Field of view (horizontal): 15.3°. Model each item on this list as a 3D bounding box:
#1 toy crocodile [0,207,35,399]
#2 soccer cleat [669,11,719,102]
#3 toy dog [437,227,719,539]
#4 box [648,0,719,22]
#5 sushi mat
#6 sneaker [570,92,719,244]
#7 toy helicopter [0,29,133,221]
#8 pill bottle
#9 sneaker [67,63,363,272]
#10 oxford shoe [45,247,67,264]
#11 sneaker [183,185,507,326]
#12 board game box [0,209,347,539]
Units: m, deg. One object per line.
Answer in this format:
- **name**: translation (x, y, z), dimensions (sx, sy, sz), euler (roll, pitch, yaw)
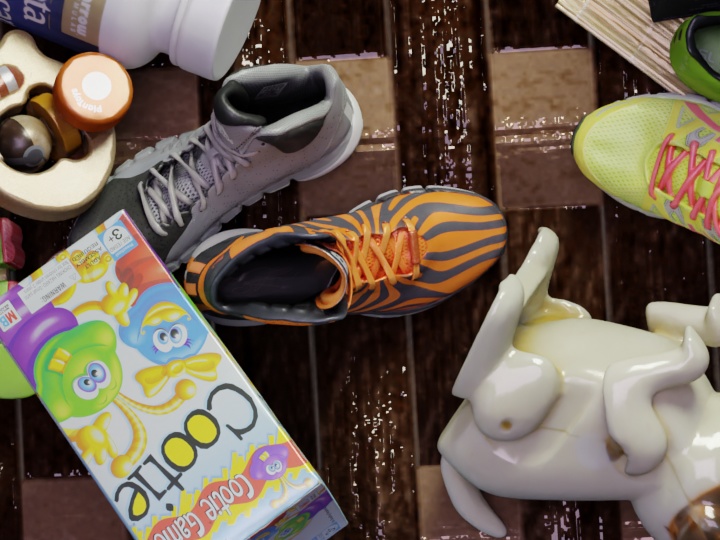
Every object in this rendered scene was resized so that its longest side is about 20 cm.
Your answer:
- **toy crocodile**: translation (-0.232, -0.019, 1.636), dimensions (0.062, 0.068, 0.201), euler (-10, 87, 4)
- **soccer cleat**: translation (0.277, -0.110, 1.553), dimensions (0.199, 0.081, 0.068), euler (12, 88, 7)
- **toy dog**: translation (0.153, 0.097, 1.547), dimensions (0.199, 0.140, 0.194), euler (25, 104, 8)
- **box**: translation (0.212, -0.230, 1.511), dimensions (0.106, 0.200, 0.123), euler (-9, 80, -1)
- **sushi mat**: translation (0.221, -0.140, 1.609), dimensions (0.200, 0.012, 0.096), euler (38, 92, 7)
- **sneaker**: translation (0.216, -0.050, 1.559), dimensions (0.199, 0.090, 0.078), euler (19, 104, 13)
- **toy helicopter**: translation (-0.241, -0.094, 1.584), dimensions (0.200, 0.079, 0.133), euler (30, 67, -6)
- **pill bottle**: translation (-0.163, -0.188, 1.612), dimensions (0.199, 0.111, 0.111), euler (22, 90, 8)
- **sneaker**: translation (-0.094, -0.069, 1.581), dimensions (0.200, 0.116, 0.075), euler (-32, 74, -5)
- **oxford shoe**: translation (-0.122, 0.060, 1.613), dimensions (0.200, 0.074, 0.071), euler (44, 96, 8)
- **sneaker**: translation (0.000, 0.000, 1.564), dimensions (0.199, 0.112, 0.078), euler (-14, 96, -11)
- **board game box**: translation (-0.110, 0.084, 1.515), dimensions (0.103, 0.105, 0.200), euler (-36, 71, -4)
